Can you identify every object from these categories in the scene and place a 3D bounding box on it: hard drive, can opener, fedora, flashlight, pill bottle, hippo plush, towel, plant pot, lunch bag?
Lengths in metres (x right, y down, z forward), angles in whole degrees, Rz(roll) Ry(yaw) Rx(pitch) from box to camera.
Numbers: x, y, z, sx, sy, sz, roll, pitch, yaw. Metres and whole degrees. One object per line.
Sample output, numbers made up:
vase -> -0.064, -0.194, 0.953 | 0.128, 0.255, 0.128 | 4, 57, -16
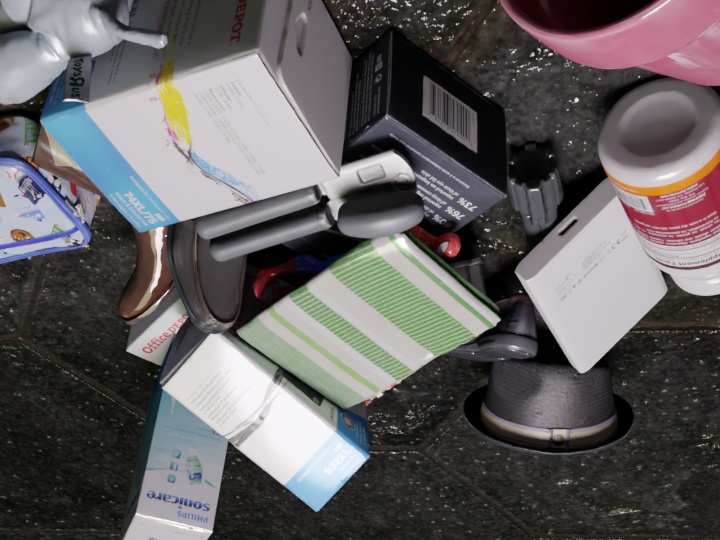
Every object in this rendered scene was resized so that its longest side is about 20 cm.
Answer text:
hard drive -> 0.237, 0.010, 1.072 | 0.132, 0.026, 0.200 | -43, 140, -2
can opener -> -0.045, -0.049, 0.883 | 0.196, 0.067, 0.053 | -13, 128, 18
fedora -> 0.218, 0.134, 1.234 | 0.196, 0.201, 0.093 | 1, 110, 4
flashlight -> 0.183, -0.038, 1.061 | 0.067, 0.068, 0.202 | 31, 154, 38
pill bottle -> 0.295, -0.068, 0.966 | 0.111, 0.115, 0.200 | -15, 139, 24
hippo plush -> -0.252, -0.223, 0.775 | 0.158, 0.201, 0.161 | -31, 126, 9
towel -> 0.008, 0.047, 0.966 | 0.199, 0.024, 0.152 | -33, 123, 32
plant pot -> 0.216, -0.218, 0.732 | 0.198, 0.204, 0.177 | -29, 147, 36
lunch bag -> -0.365, -0.070, 1.067 | 0.196, 0.077, 0.161 | -8, 143, 18

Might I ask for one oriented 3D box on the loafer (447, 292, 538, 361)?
loafer -> 0.142, 0.064, 1.173 | 0.071, 0.064, 0.200 | 14, 171, -17

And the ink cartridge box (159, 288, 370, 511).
ink cartridge box -> -0.090, 0.118, 1.061 | 0.199, 0.145, 0.084 | 41, 104, -14

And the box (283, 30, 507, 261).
box -> 0.016, -0.092, 0.971 | 0.147, 0.106, 0.199 | 29, 137, -30

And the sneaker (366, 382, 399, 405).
sneaker -> -0.017, 0.140, 1.216 | 0.107, 0.202, 0.068 | -32, 100, 30

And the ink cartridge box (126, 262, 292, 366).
ink cartridge box -> -0.146, 0.065, 1.209 | 0.198, 0.086, 0.144 | 27, 138, -25

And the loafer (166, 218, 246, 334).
loafer -> -0.131, -0.046, 0.965 | 0.072, 0.204, 0.072 | -20, 162, 42

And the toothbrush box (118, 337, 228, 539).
toothbrush box -> -0.197, 0.200, 1.156 | 0.084, 0.203, 0.147 | 16, 145, -13

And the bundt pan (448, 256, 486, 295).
bundt pan -> 0.044, 0.054, 1.094 | 0.198, 0.077, 0.202 | -18, 174, -2

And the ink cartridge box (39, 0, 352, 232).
ink cartridge box -> -0.126, -0.151, 0.875 | 0.196, 0.149, 0.147 | -12, 139, 22

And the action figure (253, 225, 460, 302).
action figure -> 0.000, 0.000, 0.969 | 0.197, 0.052, 0.066 | -18, 136, 23

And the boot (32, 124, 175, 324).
boot -> -0.245, -0.064, 1.020 | 0.199, 0.064, 0.188 | 32, 94, -36
